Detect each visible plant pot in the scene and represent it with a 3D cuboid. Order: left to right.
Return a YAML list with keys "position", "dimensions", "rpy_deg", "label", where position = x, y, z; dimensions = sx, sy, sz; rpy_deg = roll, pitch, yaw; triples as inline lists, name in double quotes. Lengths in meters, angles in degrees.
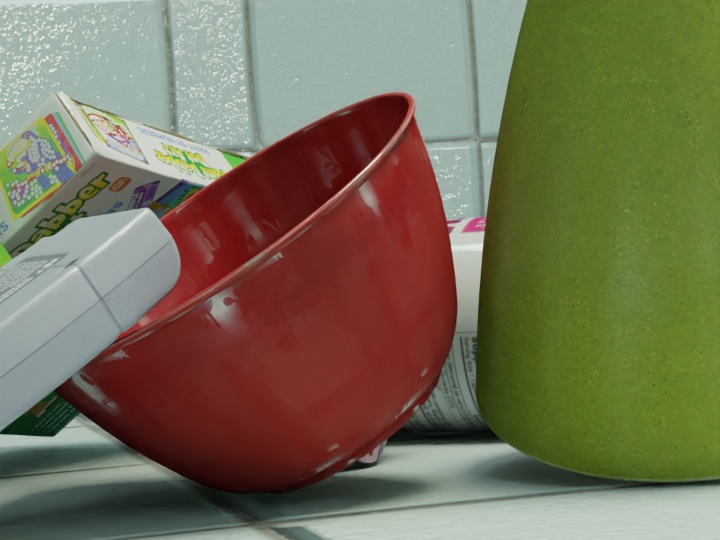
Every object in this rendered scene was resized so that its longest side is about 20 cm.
- position: [0.130, -0.044, 0.829]
  dimensions: [0.186, 0.201, 0.187]
  rpy_deg: [-7, 24, 3]
  label: "plant pot"

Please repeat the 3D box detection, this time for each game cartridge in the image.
- position: [-0.164, 0.046, 0.758]
  dimensions: [0.200, 0.041, 0.133]
  rpy_deg: [-38, 10, -20]
  label: "game cartridge"

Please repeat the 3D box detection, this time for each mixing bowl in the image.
- position: [-0.033, 0.023, 0.835]
  dimensions: [0.200, 0.109, 0.200]
  rpy_deg: [-32, 15, 10]
  label: "mixing bowl"

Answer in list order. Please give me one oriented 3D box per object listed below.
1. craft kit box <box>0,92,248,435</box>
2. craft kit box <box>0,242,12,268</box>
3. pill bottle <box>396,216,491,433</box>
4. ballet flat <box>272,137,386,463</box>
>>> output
- position: [-0.158, 0.006, 1.007]
  dimensions: [0.200, 0.049, 0.197]
  rpy_deg: [-43, -25, 16]
  label: "craft kit box"
- position: [-0.248, 0.042, 0.801]
  dimensions: [0.197, 0.049, 0.200]
  rpy_deg: [-33, 0, 1]
  label: "craft kit box"
- position: [0.056, 0.028, 1.035]
  dimensions: [0.199, 0.114, 0.113]
  rpy_deg: [-3, 1, 24]
  label: "pill bottle"
- position: [0.000, 0.000, 0.966]
  dimensions: [0.071, 0.201, 0.069]
  rpy_deg: [-25, -42, 14]
  label: "ballet flat"
